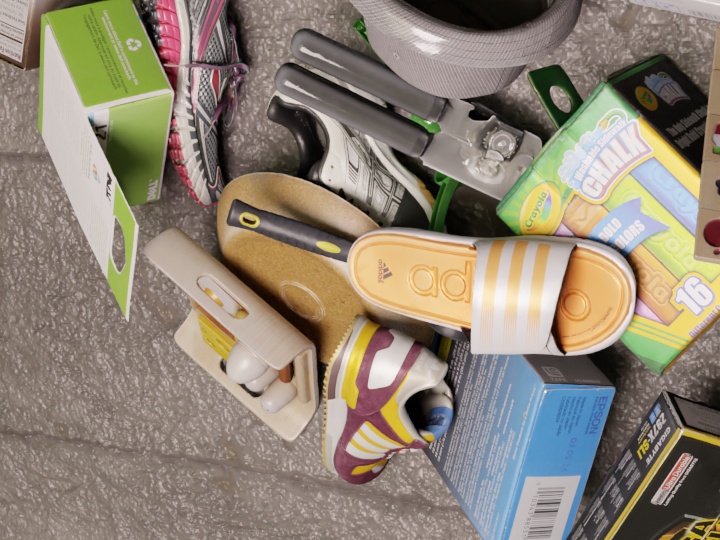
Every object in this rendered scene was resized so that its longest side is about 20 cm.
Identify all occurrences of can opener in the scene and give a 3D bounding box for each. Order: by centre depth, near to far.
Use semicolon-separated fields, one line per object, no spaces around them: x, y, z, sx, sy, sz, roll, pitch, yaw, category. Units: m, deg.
0.037;-0.112;1.008;0.198;0.067;0.054;25;107;-7;can opener

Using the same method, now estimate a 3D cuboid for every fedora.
0.055;-0.192;0.968;0.200;0.176;0.091;47;149;21;fedora

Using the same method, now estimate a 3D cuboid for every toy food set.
-0.106;0.060;1.133;0.143;0.060;0.200;39;161;14;toy food set

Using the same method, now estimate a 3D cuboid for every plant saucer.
-0.037;0.013;1.090;0.199;0.036;0.201;25;147;18;plant saucer

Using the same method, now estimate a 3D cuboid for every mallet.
0.000;0.000;1.002;0.198;0.041;0.067;12;105;-3;mallet

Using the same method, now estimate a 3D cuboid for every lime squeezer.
0.046;-0.099;1.050;0.038;0.070;0.202;-55;44;49;lime squeezer

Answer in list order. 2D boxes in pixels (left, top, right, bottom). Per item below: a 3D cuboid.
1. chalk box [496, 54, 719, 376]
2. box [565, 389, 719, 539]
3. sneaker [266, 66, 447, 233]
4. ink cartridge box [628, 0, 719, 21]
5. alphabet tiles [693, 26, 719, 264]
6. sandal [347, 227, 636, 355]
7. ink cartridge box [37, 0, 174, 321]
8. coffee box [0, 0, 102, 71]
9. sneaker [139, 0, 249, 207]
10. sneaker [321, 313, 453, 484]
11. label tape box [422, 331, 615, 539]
0.182;-0.055;0.947;0.200;0.125;0.124;46;122;11;chalk box
0.234;0.190;0.989;0.158;0.050;0.201;17;119;-19;box
-0.005;-0.058;1.066;0.201;0.087;0.076;62;147;4;sneaker
0.269;-0.197;0.882;0.198;0.044;0.095;18;90;24;ink cartridge box
0.307;-0.063;0.861;0.198;0.169;0.008;10;154;4;alphabet tiles
0.074;0.018;0.922;0.205;0.059;0.080;6;108;26;sandal
-0.183;-0.086;1.108;0.201;0.075;0.148;62;155;23;ink cartridge box
-0.246;-0.274;1.133;0.079;0.114;0.202;25;117;21;coffee box
-0.124;-0.146;1.129;0.081;0.074;0.202;-128;31;-57;sneaker
0.024;0.116;1.071;0.089;0.075;0.201;22;151;16;sneaker
0.101;0.096;1.061;0.200;0.063;0.146;-126;44;-56;label tape box
